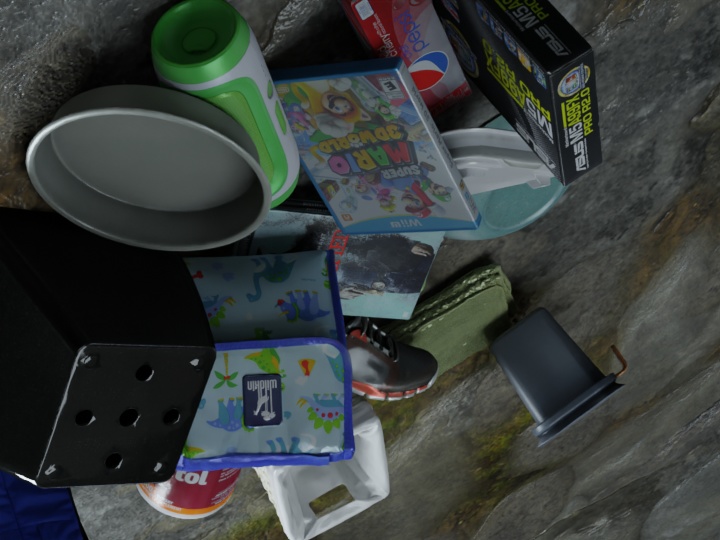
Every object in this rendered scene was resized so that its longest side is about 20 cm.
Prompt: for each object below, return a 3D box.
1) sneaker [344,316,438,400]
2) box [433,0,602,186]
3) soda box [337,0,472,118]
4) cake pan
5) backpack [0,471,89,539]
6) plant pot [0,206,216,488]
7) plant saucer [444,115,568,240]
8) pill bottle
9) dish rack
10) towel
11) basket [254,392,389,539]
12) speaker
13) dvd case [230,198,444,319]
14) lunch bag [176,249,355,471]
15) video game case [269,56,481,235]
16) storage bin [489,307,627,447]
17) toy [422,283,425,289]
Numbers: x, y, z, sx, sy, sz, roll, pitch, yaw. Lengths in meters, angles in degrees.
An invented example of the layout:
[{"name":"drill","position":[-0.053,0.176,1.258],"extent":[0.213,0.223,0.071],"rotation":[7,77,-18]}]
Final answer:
[{"name":"sneaker","position":[0.002,0.085,1.609],"extent":[0.199,0.077,0.082],"rotation":[7,121,-25]},{"name":"box","position":[0.128,-0.190,1.263],"extent":[0.044,0.200,0.160],"rotation":[-31,149,-8]},{"name":"soda box","position":[0.031,-0.208,1.273],"extent":[0.063,0.070,0.200],"rotation":[-34,148,0]},{"name":"cake pan","position":[-0.169,-0.083,1.206],"extent":[0.199,0.037,0.200],"rotation":[5,149,3]},{"name":"backpack","position":[-0.360,0.316,1.502],"extent":[0.167,0.200,0.163],"rotation":[-9,142,-34]},{"name":"plant pot","position":[-0.238,0.078,1.262],"extent":[0.200,0.177,0.200],"rotation":[5,114,-41]},{"name":"plant saucer","position":[0.166,-0.093,1.581],"extent":[0.201,0.039,0.201],"rotation":[-24,147,-17]},{"name":"pill bottle","position":[-0.166,0.159,1.550],"extent":[0.113,0.113,0.200],"rotation":[-12,141,-31]},{"name":"dish rack","position":[0.086,-0.092,1.401],"extent":[0.171,0.044,0.200],"rotation":[3,170,-44]},{"name":"towel","position":[0.094,0.073,1.742],"extent":[0.200,0.037,0.148],"rotation":[-33,149,-3]},{"name":"basket","position":[-0.056,0.198,1.692],"extent":[0.135,0.124,0.200],"rotation":[-26,148,-13]},{"name":"speaker","position":[-0.109,-0.133,1.231],"extent":[0.088,0.089,0.200],"rotation":[-30,146,-6]},{"name":"dvd case","position":[-0.028,-0.010,1.467],"extent":[0.199,0.022,0.146],"rotation":[6,136,-15]},{"name":"lunch bag","position":[-0.098,0.088,1.385],"extent":[0.169,0.201,0.128],"rotation":[-3,153,-8]},{"name":"video game case","position":[0.009,-0.104,1.310],"extent":[0.143,0.018,0.200],"rotation":[-2,140,29]},{"name":"storage bin","position":[0.236,0.118,1.796],"extent":[0.145,0.134,0.200],"rotation":[-36,171,4]},{"name":"toy","position":[0.000,0.000,1.547],"extent":[0.200,0.047,0.115],"rotation":[12,125,-50]}]
